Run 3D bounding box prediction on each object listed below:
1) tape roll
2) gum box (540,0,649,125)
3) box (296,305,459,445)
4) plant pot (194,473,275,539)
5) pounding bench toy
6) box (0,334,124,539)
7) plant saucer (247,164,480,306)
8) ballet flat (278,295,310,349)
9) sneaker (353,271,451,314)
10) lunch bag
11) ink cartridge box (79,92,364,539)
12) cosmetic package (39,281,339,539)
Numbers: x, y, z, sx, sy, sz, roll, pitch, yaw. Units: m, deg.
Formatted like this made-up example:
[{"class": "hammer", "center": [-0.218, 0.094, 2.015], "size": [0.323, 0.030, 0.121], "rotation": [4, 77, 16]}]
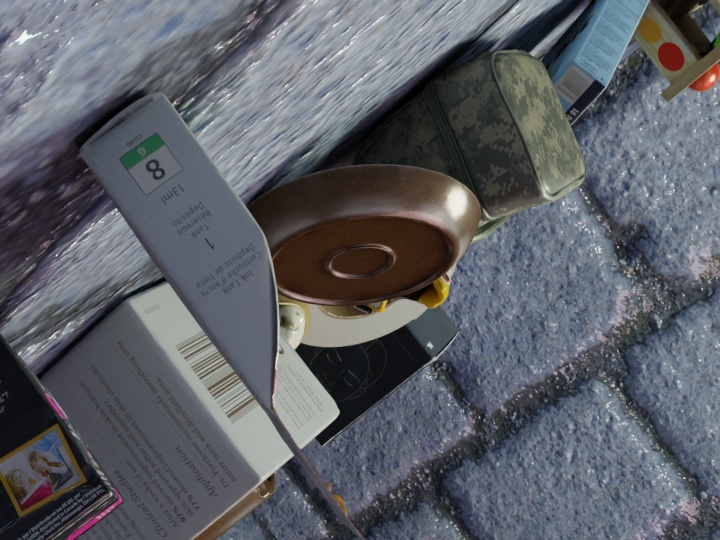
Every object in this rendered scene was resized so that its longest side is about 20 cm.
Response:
[{"class": "tape roll", "center": [0.000, 0.000, 1.260], "size": [0.200, 0.037, 0.204], "rotation": [-15, 141, -12]}, {"class": "gum box", "center": [0.210, -0.198, 1.276], "size": [0.170, 0.044, 0.201], "rotation": [-50, -175, 48]}, {"class": "box", "center": [-0.021, 0.070, 1.565], "size": [0.196, 0.201, 0.124], "rotation": [-39, 179, 26]}, {"class": "plant pot", "center": [-0.206, 0.213, 1.278], "size": [0.197, 0.202, 0.200], "rotation": [-34, 178, 6]}, {"class": "pounding bench toy", "center": [0.371, -0.295, 1.307], "size": [0.124, 0.157, 0.200], "rotation": [-36, 176, -32]}, {"class": "box", "center": [-0.226, 0.128, 0.741], "size": [0.132, 0.115, 0.200], "rotation": [-36, 175, -14]}, {"class": "plant saucer", "center": [-0.002, -0.018, 0.982], "size": [0.197, 0.033, 0.201], "rotation": [-7, 154, -3]}, {"class": "ballet flat", "center": [-0.095, 0.057, 1.150], "size": [0.199, 0.063, 0.070], "rotation": [0, 109, -54]}, {"class": "sneaker", "center": [-0.003, -0.007, 1.145], "size": [0.197, 0.083, 0.078], "rotation": [2, 142, -22]}, {"class": "lunch bag", "center": [0.089, -0.099, 1.099], "size": [0.166, 0.141, 0.200], "rotation": [-21, -177, 23]}, {"class": "ink cartridge box", "center": [-0.045, 0.027, 0.579], "size": [0.050, 0.201, 0.161], "rotation": [-38, 178, -8]}, {"class": "cosmetic package", "center": [-0.159, 0.125, 0.998], "size": [0.199, 0.168, 0.166], "rotation": [-39, 177, 23]}]
